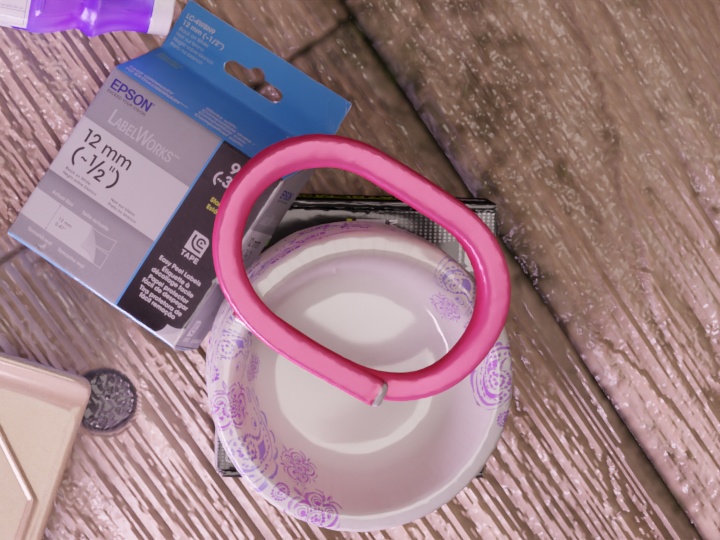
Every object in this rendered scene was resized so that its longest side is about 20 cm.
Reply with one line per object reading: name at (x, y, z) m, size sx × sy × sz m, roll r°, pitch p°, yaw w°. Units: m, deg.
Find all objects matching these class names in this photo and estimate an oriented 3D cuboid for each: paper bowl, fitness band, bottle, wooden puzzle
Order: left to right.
wooden puzzle at (-0.303, 0.138, 1.479) m, size 0.185 × 0.037 × 0.200 m, roll 18°, pitch 101°, yaw -12°
bottle at (-0.222, -0.195, 1.406) m, size 0.200 × 0.084 × 0.065 m, roll 9°, pitch 120°, yaw -11°
paper bowl at (-0.004, 0.066, 1.429) m, size 0.200 × 0.104 × 0.201 m, roll -1°, pitch 99°, yaw -7°
fitness band at (0.000, 0.000, 1.349) m, size 0.200 × 0.037 × 0.144 m, roll 32°, pitch 92°, yaw -13°

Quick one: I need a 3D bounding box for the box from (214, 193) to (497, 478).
box at (-0.004, 0.046, 1.501) m, size 0.193 × 0.048 × 0.200 m, roll 2°, pitch 99°, yaw -6°

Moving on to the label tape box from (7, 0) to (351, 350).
label tape box at (-0.121, -0.067, 1.430) m, size 0.143 × 0.066 × 0.200 m, roll 34°, pitch 95°, yaw 11°
